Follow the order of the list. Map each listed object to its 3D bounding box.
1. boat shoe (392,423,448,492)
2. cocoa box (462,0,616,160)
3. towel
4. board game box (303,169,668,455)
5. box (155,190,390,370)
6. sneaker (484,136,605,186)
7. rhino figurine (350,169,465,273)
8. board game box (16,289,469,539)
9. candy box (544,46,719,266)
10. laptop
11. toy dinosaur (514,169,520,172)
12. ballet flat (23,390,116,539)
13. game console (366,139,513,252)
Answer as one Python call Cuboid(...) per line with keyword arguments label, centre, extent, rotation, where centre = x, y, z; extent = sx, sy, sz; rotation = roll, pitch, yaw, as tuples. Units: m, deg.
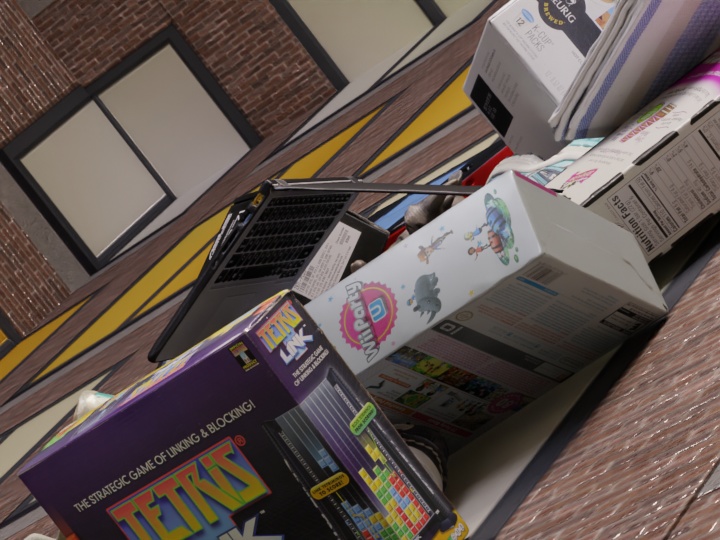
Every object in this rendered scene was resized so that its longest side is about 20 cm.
Cuboid(label="boat shoe", centre=(-0.036, 0.146, 1.612), extent=(0.200, 0.074, 0.060), rotation=(-32, 10, 21))
Cuboid(label="cocoa box", centre=(0.169, -0.143, 1.995), extent=(0.131, 0.133, 0.200), rotation=(-38, -6, -9))
Cuboid(label="towel", centre=(0.223, -0.148, 1.829), extent=(0.200, 0.024, 0.147), rotation=(-9, -40, -39))
Cuboid(label="board game box", centre=(0.054, 0.036, 1.609), extent=(0.200, 0.064, 0.147), rotation=(-35, -32, 22))
Cuboid(label="box", centre=(-0.076, 0.047, 2.031), extent=(0.200, 0.086, 0.164), rotation=(-66, 13, -9))
Cuboid(label="sneaker", centre=(0.112, -0.033, 1.905), extent=(0.086, 0.078, 0.200), rotation=(-41, 3, -26))
Cuboid(label="rhino figurine", centre=(0.043, -0.001, 1.896), extent=(0.087, 0.060, 0.200), rotation=(-21, -30, -25))
Cuboid(label="board game box", centre=(-0.066, 0.125, 1.522), extent=(0.200, 0.165, 0.057), rotation=(-32, 9, 38))
Cuboid(label="candy box", centre=(0.211, -0.080, 1.751), extent=(0.200, 0.061, 0.136), rotation=(-37, 9, -3))
Cuboid(label="laptop", centre=(0.000, 0.000, 1.672), extent=(0.200, 0.116, 0.187), rotation=(-55, -12, 11))
Cuboid(label="toy dinosaur", centre=(0.072, 0.033, 1.833), extent=(0.200, 0.047, 0.088), rotation=(-59, 20, 28))
Cuboid(label="ballet flat", centre=(-0.184, 0.166, 1.789), extent=(0.067, 0.062, 0.200), rotation=(-50, -17, -74))
Cuboid(label="game console", centre=(0.028, -0.036, 2.183), extent=(0.200, 0.031, 0.177), rotation=(-28, 12, 46))
